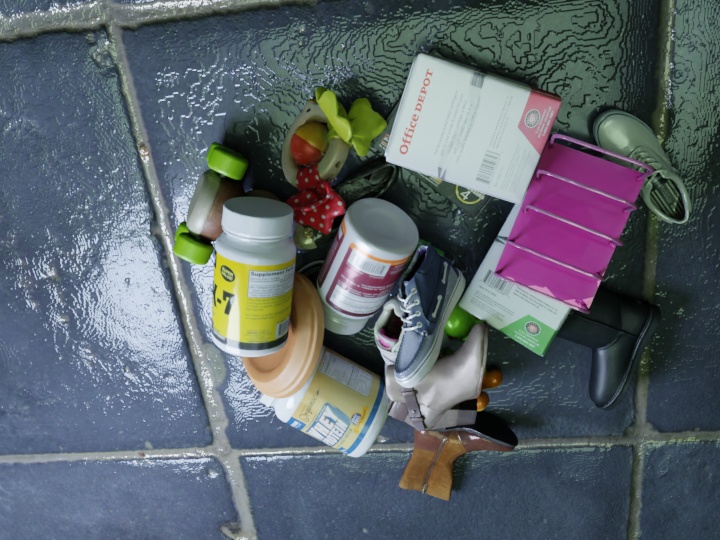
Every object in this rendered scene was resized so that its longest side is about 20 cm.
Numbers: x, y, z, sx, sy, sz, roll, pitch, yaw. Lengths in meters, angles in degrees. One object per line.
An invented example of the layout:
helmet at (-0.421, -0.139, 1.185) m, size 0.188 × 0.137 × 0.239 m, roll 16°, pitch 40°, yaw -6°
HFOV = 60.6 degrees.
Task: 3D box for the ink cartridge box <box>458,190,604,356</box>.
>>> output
ink cartridge box at (0.260, 0.000, 0.919) m, size 0.146 × 0.083 × 0.201 m, roll 32°, pitch 102°, yaw 13°

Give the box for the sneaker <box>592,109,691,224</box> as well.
sneaker at (0.413, -0.149, 0.883) m, size 0.200 × 0.071 × 0.073 m, roll 42°, pitch 112°, yaw -12°

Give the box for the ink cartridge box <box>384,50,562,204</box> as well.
ink cartridge box at (0.147, -0.196, 0.835) m, size 0.198 × 0.083 × 0.148 m, roll 18°, pitch 112°, yaw -2°

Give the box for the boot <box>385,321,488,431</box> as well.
boot at (0.111, 0.162, 0.941) m, size 0.144 × 0.070 × 0.202 m, roll 7°, pitch 113°, yaw 8°

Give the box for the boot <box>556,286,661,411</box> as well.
boot at (0.368, 0.116, 1.001) m, size 0.166 × 0.077 × 0.202 m, roll 18°, pitch 108°, yaw -5°

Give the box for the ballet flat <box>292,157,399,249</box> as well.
ballet flat at (-0.026, -0.105, 0.935) m, size 0.199 × 0.057 × 0.067 m, roll -40°, pitch 92°, yaw 2°

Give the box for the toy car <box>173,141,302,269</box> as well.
toy car at (-0.164, -0.078, 0.951) m, size 0.198 × 0.158 × 0.166 m, roll 22°, pitch 99°, yaw -20°

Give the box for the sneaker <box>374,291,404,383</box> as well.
sneaker at (0.059, 0.116, 0.994) m, size 0.081 × 0.088 × 0.203 m, roll 22°, pitch 116°, yaw 43°

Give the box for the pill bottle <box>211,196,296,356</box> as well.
pill bottle at (-0.149, 0.007, 0.861) m, size 0.113 × 0.114 × 0.202 m, roll 9°, pitch 111°, yaw 3°

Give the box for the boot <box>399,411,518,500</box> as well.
boot at (0.178, 0.355, 1.138) m, size 0.186 × 0.069 × 0.202 m, roll 10°, pitch 115°, yaw 2°

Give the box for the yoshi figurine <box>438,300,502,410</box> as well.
yoshi figurine at (0.172, 0.128, 1.023) m, size 0.111 × 0.112 × 0.201 m, roll -32°, pitch 105°, yaw 2°

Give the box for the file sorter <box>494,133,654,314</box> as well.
file sorter at (0.272, -0.059, 0.804) m, size 0.138 × 0.125 × 0.202 m, roll 23°, pitch 98°, yaw 14°

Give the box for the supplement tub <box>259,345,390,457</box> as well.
supplement tub at (-0.059, 0.214, 1.060) m, size 0.198 × 0.145 × 0.145 m, roll 28°, pitch 114°, yaw -6°

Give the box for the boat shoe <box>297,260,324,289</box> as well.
boat shoe at (-0.116, 0.064, 1.046) m, size 0.200 × 0.060 × 0.074 m, roll -42°, pitch 99°, yaw 20°

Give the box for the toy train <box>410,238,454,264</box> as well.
toy train at (0.065, -0.041, 0.991) m, size 0.198 × 0.042 × 0.057 m, roll 29°, pitch 104°, yaw -6°

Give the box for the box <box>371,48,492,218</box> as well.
box at (0.139, -0.198, 0.906) m, size 0.199 × 0.049 × 0.162 m, roll 34°, pitch 110°, yaw -8°

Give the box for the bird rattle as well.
bird rattle at (-0.056, -0.166, 0.896) m, size 0.112 × 0.163 × 0.202 m, roll 7°, pitch 115°, yaw -41°

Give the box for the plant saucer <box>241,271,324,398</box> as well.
plant saucer at (-0.133, 0.098, 0.971) m, size 0.037 × 0.201 × 0.201 m, roll 13°, pitch 122°, yaw -41°

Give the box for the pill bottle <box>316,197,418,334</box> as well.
pill bottle at (0.000, 0.000, 0.934) m, size 0.113 × 0.115 × 0.201 m, roll 24°, pitch 132°, yaw -4°

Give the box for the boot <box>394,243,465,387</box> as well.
boot at (0.080, 0.063, 0.904) m, size 0.090 × 0.201 × 0.072 m, roll 39°, pitch 153°, yaw -28°
